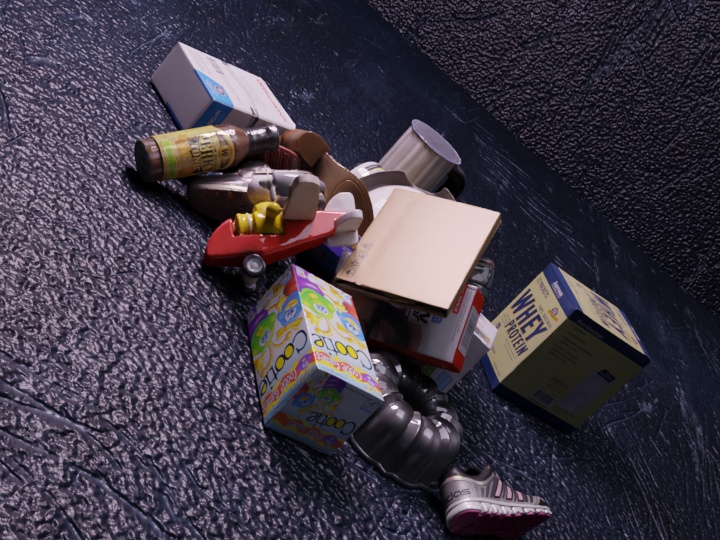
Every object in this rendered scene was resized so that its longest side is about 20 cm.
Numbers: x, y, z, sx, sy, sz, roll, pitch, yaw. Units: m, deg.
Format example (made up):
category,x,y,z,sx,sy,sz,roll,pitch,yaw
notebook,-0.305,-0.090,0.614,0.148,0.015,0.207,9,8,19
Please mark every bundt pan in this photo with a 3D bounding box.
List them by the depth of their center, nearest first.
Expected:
category,x,y,z,sx,sy,sz,roll,pitch,yaw
bundt pan,0.054,0.182,1.393,0.202,0.076,0.202,35,22,-17

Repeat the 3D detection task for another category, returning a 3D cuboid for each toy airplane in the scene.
category,x,y,z,sx,sy,sz,roll,pitch,yaw
toy airplane,-0.097,-0.070,1.430,0.199,0.200,0.141,1,58,-61

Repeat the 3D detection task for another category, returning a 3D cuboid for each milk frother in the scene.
category,x,y,z,sx,sy,sz,roll,pitch,yaw
milk frother,0.074,-0.192,1.983,0.180,0.188,0.200,13,36,-54

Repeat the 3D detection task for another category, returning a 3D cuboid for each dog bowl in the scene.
category,x,y,z,sx,sy,sz,roll,pitch,yaw
dog bowl,0.056,-0.072,1.705,0.199,0.059,0.200,-1,48,1

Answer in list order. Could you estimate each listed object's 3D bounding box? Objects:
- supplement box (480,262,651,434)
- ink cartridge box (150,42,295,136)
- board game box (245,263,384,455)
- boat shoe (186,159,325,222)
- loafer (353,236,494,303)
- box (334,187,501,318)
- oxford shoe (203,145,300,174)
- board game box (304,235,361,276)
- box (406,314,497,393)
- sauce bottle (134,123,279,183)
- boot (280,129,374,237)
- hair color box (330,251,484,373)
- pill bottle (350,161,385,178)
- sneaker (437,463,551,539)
category,x,y,z,sx,sy,sz,roll,pitch,yaw
supplement box,0.340,0.135,1.817,0.200,0.200,0.134,31,24,-28
ink cartridge box,-0.221,-0.271,1.750,0.200,0.084,0.146,15,35,-52
board game box,-0.060,0.105,1.297,0.105,0.103,0.200,30,25,-31
boat shoe,-0.150,-0.113,1.524,0.199,0.075,0.073,5,51,-21
loafer,0.091,-0.012,1.503,0.199,0.063,0.072,20,-18,6
box,0.080,-0.029,1.444,0.163,0.021,0.200,15,47,20
oxford shoe,-0.188,-0.173,1.572,0.199,0.071,0.075,9,20,-16
board game box,0.000,0.000,1.594,0.200,0.045,0.134,42,-13,-4
box,0.125,0.104,1.573,0.101,0.113,0.200,45,9,5
sauce bottle,-0.209,-0.169,1.479,0.199,0.065,0.065,-16,54,-25
boot,-0.064,-0.130,1.663,0.200,0.077,0.155,52,-13,-16
hair color box,0.054,0.055,1.449,0.199,0.111,0.064,15,-15,22
pill bottle,0.047,-0.081,1.829,0.200,0.112,0.112,50,22,17
sneaker,0.172,0.295,1.389,0.200,0.074,0.088,15,40,-42
